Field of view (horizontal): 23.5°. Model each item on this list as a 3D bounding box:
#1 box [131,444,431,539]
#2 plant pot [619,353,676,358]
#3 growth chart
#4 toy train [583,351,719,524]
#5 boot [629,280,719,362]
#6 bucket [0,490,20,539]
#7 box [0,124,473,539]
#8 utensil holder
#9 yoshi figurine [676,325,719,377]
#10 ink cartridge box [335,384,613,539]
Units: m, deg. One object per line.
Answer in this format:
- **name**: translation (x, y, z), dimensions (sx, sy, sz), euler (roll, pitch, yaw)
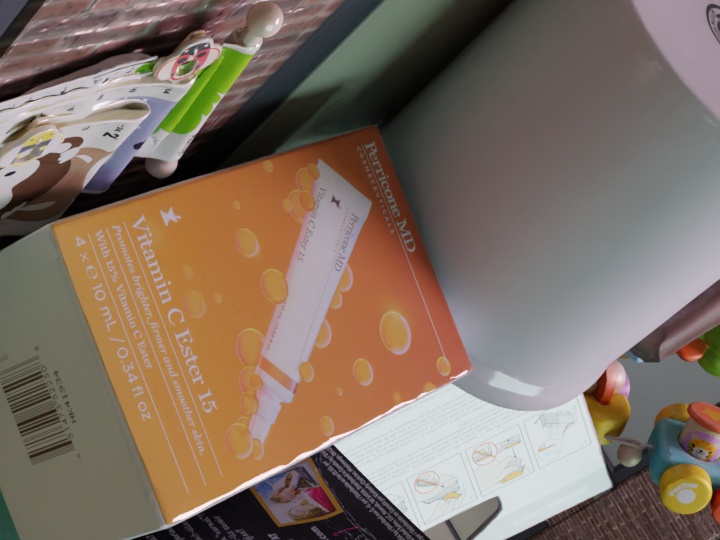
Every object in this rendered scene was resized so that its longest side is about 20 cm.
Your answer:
- **box**: translation (-0.022, 0.205, 0.780), dimensions (0.114, 0.132, 0.201), euler (-22, 128, -24)
- **plant pot**: translation (0.212, -0.015, 1.252), dimensions (0.199, 0.187, 0.186), euler (-21, 166, -41)
- **growth chart**: translation (-0.131, -0.032, 0.624), dimensions (0.199, 0.018, 0.145), euler (-25, 169, -28)
- **toy train**: translation (0.185, 0.067, 1.062), dimensions (0.150, 0.200, 0.056), euler (-23, 141, -43)
- **boot**: translation (0.219, -0.003, 0.894), dimensions (0.199, 0.065, 0.186), euler (-28, -170, -1)
- **bucket**: translation (-0.126, 0.123, 0.876), dimensions (0.134, 0.208, 0.207), euler (-27, 170, -15)
- **box**: translation (-0.064, 0.027, 0.745), dimensions (0.097, 0.125, 0.199), euler (-22, 180, 43)
- **utensil holder**: translation (0.112, -0.055, 0.815), dimensions (0.169, 0.171, 0.200), euler (-21, 163, -47)
- **yoshi figurine**: translation (0.195, -0.032, 1.068), dimensions (0.112, 0.201, 0.112), euler (-33, 169, 9)
- **ink cartridge box**: translation (0.031, 0.093, 0.975), dimensions (0.199, 0.045, 0.177), euler (-25, 128, -5)
